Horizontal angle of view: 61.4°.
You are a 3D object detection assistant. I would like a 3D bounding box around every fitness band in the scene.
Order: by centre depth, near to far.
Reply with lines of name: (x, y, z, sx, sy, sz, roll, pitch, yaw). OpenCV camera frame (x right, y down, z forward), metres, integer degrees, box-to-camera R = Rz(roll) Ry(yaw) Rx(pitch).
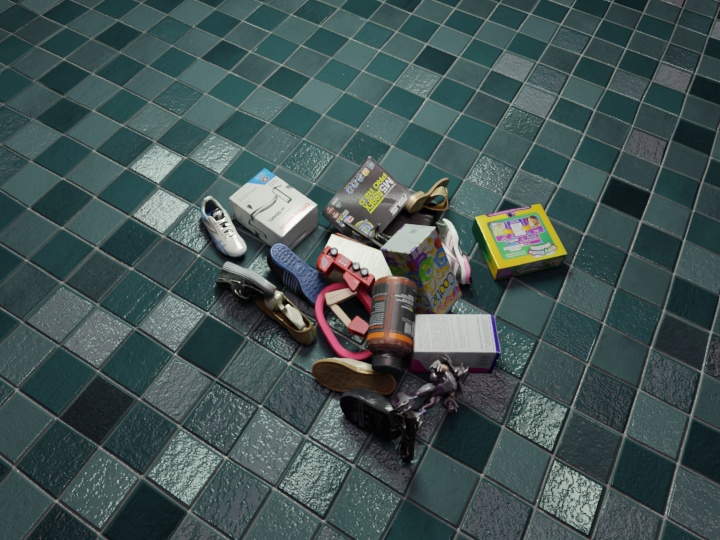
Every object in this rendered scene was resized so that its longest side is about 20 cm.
fitness band: (-0.026, 0.121, 1.449, 0.142, 0.038, 0.202, -29, 73, -12)

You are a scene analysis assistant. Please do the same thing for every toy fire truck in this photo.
toy fire truck: (-0.036, 0.049, 1.426, 0.198, 0.049, 0.142, 33, 78, 12)

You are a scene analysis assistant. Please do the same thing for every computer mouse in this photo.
computer mouse: (0.044, 0.313, 1.306, 0.197, 0.141, 0.053, 23, 38, 28)

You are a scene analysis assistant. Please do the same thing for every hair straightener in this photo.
hair straightener: (0.038, -0.083, 1.535, 0.197, 0.041, 0.078, 25, 87, 9)

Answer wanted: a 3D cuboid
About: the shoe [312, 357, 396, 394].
shoe: (-0.014, 0.242, 1.384, 0.195, 0.053, 0.072, 11, 99, 8)

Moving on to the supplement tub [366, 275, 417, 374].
supplement tub: (0.069, 0.123, 1.353, 0.104, 0.107, 0.204, 7, 67, 3)

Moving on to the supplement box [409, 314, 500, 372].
supplement box: (0.212, 0.170, 1.408, 0.195, 0.102, 0.105, 0, 55, -3)

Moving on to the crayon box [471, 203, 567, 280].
crayon box: (0.419, -0.077, 1.612, 0.195, 0.059, 0.175, -11, 58, -10)

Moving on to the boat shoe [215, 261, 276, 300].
boat shoe: (-0.280, 0.038, 1.477, 0.198, 0.072, 0.072, 16, 70, 44)

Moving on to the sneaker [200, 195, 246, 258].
sneaker: (-0.364, -0.113, 1.590, 0.071, 0.073, 0.201, -29, 63, -23)

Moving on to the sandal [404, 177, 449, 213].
sandal: (0.199, -0.181, 1.617, 0.070, 0.078, 0.210, 42, 40, 16)

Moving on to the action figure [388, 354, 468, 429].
action figure: (0.162, 0.272, 1.340, 0.198, 0.069, 0.132, -34, 107, -10)

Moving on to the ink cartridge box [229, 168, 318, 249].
ink cartridge box: (-0.228, -0.158, 1.619, 0.198, 0.085, 0.146, 34, 60, 20)

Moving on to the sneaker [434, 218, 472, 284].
sneaker: (0.220, -0.046, 1.573, 0.084, 0.081, 0.203, -16, 52, -1)

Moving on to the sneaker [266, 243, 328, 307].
sneaker: (-0.156, 0.021, 1.517, 0.200, 0.078, 0.070, 47, 60, 1)

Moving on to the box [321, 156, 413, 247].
box: (0.018, -0.170, 1.590, 0.160, 0.044, 0.201, 42, 90, 9)

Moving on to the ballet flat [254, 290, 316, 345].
ballet flat: (-0.182, 0.097, 1.456, 0.067, 0.073, 0.199, -37, 64, -25)

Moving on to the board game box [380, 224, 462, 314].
board game box: (0.146, 0.006, 1.442, 0.104, 0.203, 0.103, 10, 45, 49)

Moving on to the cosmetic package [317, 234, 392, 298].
cosmetic package: (0.000, 0.000, 1.520, 0.196, 0.088, 0.105, 20, 60, 10)

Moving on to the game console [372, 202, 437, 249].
game console: (0.100, -0.131, 1.657, 0.195, 0.116, 0.180, 15, 86, 8)
